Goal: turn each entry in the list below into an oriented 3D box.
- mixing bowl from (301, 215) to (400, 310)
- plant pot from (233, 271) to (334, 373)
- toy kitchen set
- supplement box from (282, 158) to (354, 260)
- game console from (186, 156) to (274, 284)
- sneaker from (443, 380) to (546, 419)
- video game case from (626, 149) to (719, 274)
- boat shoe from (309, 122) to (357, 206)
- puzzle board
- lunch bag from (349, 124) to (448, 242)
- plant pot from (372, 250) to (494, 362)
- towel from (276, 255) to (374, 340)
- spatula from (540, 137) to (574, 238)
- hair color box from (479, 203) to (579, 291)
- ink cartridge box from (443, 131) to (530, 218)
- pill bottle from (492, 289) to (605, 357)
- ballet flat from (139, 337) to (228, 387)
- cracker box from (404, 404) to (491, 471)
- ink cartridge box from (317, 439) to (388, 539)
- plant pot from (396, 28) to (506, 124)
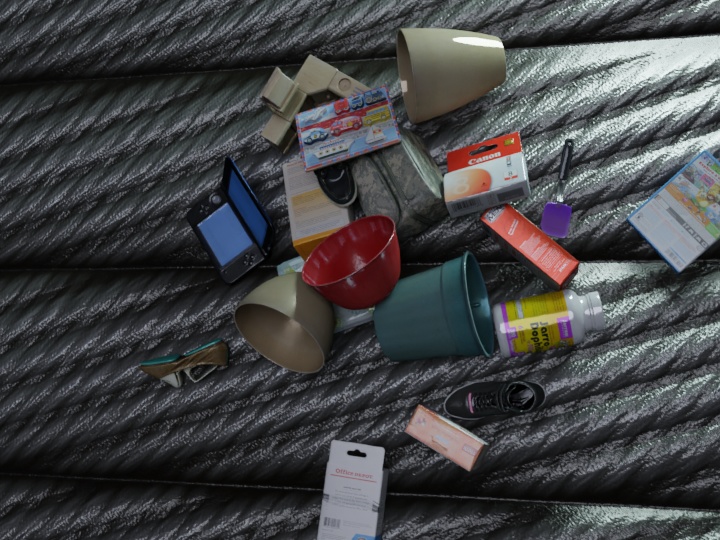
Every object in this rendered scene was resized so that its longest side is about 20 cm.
[{"bbox_3d":[0.000,0.000,1.552,0.198,0.201,0.109,-29,118,7],"label":"mixing bowl"},{"bbox_3d":[-0.127,0.083,1.606,0.198,0.202,0.135,21,54,16],"label":"plant pot"},{"bbox_3d":[-0.094,-0.330,1.718,0.179,0.163,0.202,31,88,17],"label":"toy kitchen set"},{"bbox_3d":[-0.083,-0.136,1.704,0.124,0.074,0.203,-15,62,10],"label":"supplement box"},{"bbox_3d":[-0.277,-0.102,1.742,0.170,0.118,0.201,-35,73,4],"label":"game console"},{"bbox_3d":[0.248,0.240,1.559,0.197,0.099,0.072,-9,79,13],"label":"sneaker"},{"bbox_3d":[0.631,-0.112,1.578,0.200,0.018,0.144,-41,72,3],"label":"video game case"},{"bbox_3d":[-0.064,-0.218,1.655,0.074,0.066,0.202,-22,60,7],"label":"boat shoe"},{"bbox_3d":[-0.028,-0.283,1.635,0.197,0.017,0.152,-17,56,7],"label":"puzzle board"},{"bbox_3d":[0.073,-0.162,1.666,0.167,0.139,0.202,-35,71,23],"label":"lunch bag"},{"bbox_3d":[0.136,0.084,1.578,0.193,0.200,0.203,-14,76,18],"label":"plant pot"},{"bbox_3d":[-0.062,0.040,1.700,0.197,0.048,0.174,-19,75,10],"label":"towel"},{"bbox_3d":[0.398,-0.167,1.641,0.056,0.021,0.203,11,79,2],"label":"spatula"},{"bbox_3d":[0.325,-0.047,1.595,0.200,0.102,0.061,41,90,17],"label":"hair color box"},{"bbox_3d":[0.241,-0.203,1.616,0.160,0.050,0.202,-15,46,16],"label":"ink cartridge box"},{"bbox_3d":[0.354,0.095,1.558,0.197,0.104,0.106,-13,76,11],"label":"pill bottle"},{"bbox_3d":[-0.367,0.203,1.741,0.197,0.068,0.073,-17,95,6],"label":"ballet flat"},{"bbox_3d":[0.164,0.306,1.513,0.133,0.200,0.058,29,87,16],"label":"cracker box"},{"bbox_3d":[-0.011,0.436,1.599,0.114,0.068,0.203,6,81,14],"label":"ink cartridge box"},{"bbox_3d":[0.187,-0.406,1.672,0.197,0.188,0.190,-10,77,-3],"label":"plant pot"}]
